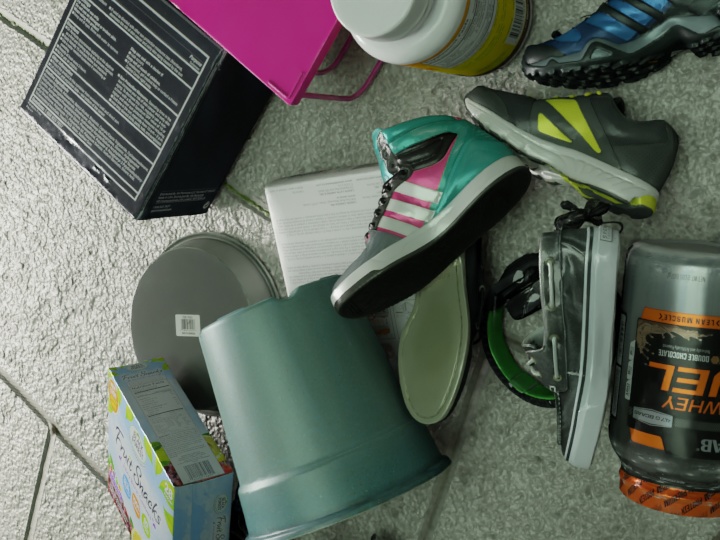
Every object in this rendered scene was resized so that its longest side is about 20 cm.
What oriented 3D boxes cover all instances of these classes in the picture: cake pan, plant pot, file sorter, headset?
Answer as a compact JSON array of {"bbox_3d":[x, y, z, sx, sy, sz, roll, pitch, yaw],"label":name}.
[{"bbox_3d":[-0.172,0.060,1.137,0.199,0.037,0.202,3,96,31],"label":"cake pan"},{"bbox_3d":[-0.046,0.120,0.966,0.199,0.200,0.197,-25,85,30],"label":"plant pot"},{"bbox_3d":[-0.064,-0.266,0.990,0.200,0.125,0.139,43,115,22],"label":"file sorter"},{"bbox_3d":[0.162,0.030,0.897,0.123,0.094,0.201,37,125,28],"label":"headset"}]

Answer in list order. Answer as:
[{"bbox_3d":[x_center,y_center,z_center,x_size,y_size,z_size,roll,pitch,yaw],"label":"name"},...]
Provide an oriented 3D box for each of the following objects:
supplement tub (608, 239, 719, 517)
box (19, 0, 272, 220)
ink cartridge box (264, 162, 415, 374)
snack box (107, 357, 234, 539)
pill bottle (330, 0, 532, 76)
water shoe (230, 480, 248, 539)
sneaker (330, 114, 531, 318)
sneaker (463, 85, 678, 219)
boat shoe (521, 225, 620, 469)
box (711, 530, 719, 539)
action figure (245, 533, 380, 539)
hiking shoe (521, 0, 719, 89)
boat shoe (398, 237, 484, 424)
[{"bbox_3d":[0.260,0.081,0.831,0.122,0.122,0.202,8,99,30],"label":"supplement tub"},{"bbox_3d":[-0.211,-0.191,1.086,0.200,0.123,0.199,42,115,19],"label":"box"},{"bbox_3d":[0.000,0.000,1.032,0.160,0.050,0.201,-5,105,31],"label":"ink cartridge box"},{"bbox_3d":[-0.197,0.214,1.077,0.200,0.067,0.170,44,136,46],"label":"snack box"},{"bbox_3d":[0.059,-0.221,0.877,0.109,0.200,0.110,3,96,30],"label":"pill bottle"},{"bbox_3d":[-0.103,0.246,1.088,0.071,0.079,0.201,12,101,29],"label":"water shoe"},{"bbox_3d":[0.034,-0.060,0.909,0.200,0.084,0.121,-39,61,7],"label":"sneaker"},{"bbox_3d":[0.179,-0.117,0.901,0.200,0.074,0.085,33,87,28],"label":"sneaker"},{"bbox_3d":[0.162,0.058,0.832,0.070,0.072,0.201,5,109,15],"label":"boat shoe"},{"bbox_3d":[0.370,0.263,0.830,0.199,0.039,0.042,19,105,28],"label":"box"},{"bbox_3d":[-0.047,0.322,1.053,0.200,0.105,0.193,44,112,-7],"label":"action figure"},{"bbox_3d":[0.225,-0.205,0.862,0.199,0.074,0.087,-12,81,21],"label":"hiking shoe"},{"bbox_3d":[0.080,0.039,0.944,0.074,0.066,0.201,-14,68,36],"label":"boat shoe"}]
